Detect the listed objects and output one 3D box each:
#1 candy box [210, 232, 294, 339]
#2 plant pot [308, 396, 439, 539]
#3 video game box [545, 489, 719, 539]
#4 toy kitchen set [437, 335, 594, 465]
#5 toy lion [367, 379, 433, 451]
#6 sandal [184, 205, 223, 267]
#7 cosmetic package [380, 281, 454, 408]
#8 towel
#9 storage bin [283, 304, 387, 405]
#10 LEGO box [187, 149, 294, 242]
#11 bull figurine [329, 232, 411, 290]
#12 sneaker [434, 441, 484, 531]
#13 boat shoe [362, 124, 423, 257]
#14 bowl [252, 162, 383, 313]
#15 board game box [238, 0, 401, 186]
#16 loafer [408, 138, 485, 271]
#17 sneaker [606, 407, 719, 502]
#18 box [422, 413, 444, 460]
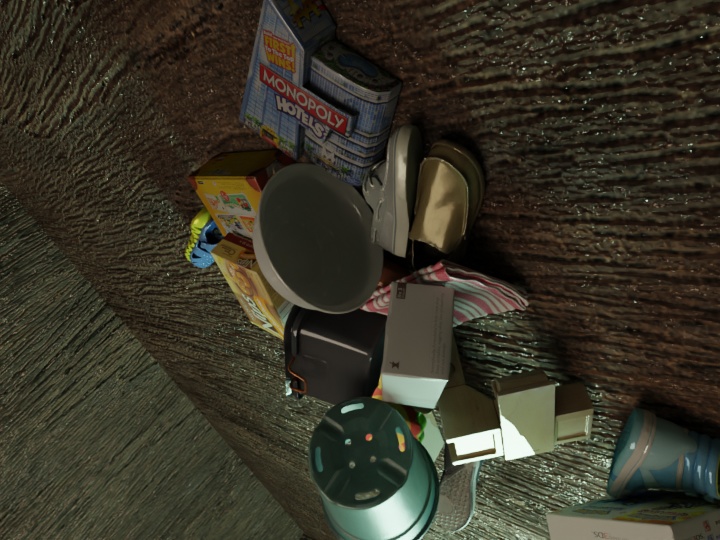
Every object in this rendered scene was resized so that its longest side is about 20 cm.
[{"bbox_3d":[-0.172,0.035,0.920,0.114,0.056,0.202,22,148,30],"label":"candy box"},{"bbox_3d":[0.015,0.297,0.778,0.198,0.201,0.198,25,153,26],"label":"plant pot"},{"bbox_3d":[0.373,0.321,0.672,0.200,0.178,0.048,139,123,-59],"label":"video game box"},{"bbox_3d":[0.200,0.141,0.743,0.195,0.183,0.165,-13,134,7],"label":"toy kitchen set"},{"bbox_3d":[0.043,0.227,0.934,0.200,0.068,0.193,44,118,10],"label":"toy lion"},{"bbox_3d":[-0.312,-0.052,1.097,0.087,0.080,0.200,39,151,0],"label":"sandal"},{"bbox_3d":[0.070,0.103,0.674,0.079,0.115,0.201,6,160,4],"label":"cosmetic package"},{"bbox_3d":[0.103,0.043,0.696,0.144,0.031,0.199,17,155,-26],"label":"towel"},{"bbox_3d":[-0.037,0.134,0.821,0.132,0.146,0.203,18,133,15],"label":"storage bin"},{"bbox_3d":[-0.171,-0.110,0.859,0.197,0.077,0.151,10,137,43],"label":"LEGO box"},{"bbox_3d":[0.000,0.000,0.810,0.198,0.065,0.122,34,151,18],"label":"bull figurine"},{"bbox_3d":[0.186,0.331,0.898,0.076,0.146,0.207,20,117,25],"label":"sneaker"},{"bbox_3d":[0.034,-0.092,0.644,0.070,0.071,0.203,15,145,13],"label":"boat shoe"},{"bbox_3d":[-0.069,-0.032,0.707,0.202,0.202,0.090,50,139,-13],"label":"bowl"},{"bbox_3d":[-0.055,-0.216,0.615,0.198,0.062,0.201,36,149,13],"label":"board game box"},{"bbox_3d":[0.098,-0.059,0.621,0.075,0.068,0.202,23,145,25],"label":"loafer"},{"bbox_3d":[0.390,0.259,0.664,0.128,0.080,0.202,16,149,25],"label":"sneaker"},{"bbox_3d":[0.093,0.305,1.056,0.094,0.078,0.202,13,138,39],"label":"box"}]
